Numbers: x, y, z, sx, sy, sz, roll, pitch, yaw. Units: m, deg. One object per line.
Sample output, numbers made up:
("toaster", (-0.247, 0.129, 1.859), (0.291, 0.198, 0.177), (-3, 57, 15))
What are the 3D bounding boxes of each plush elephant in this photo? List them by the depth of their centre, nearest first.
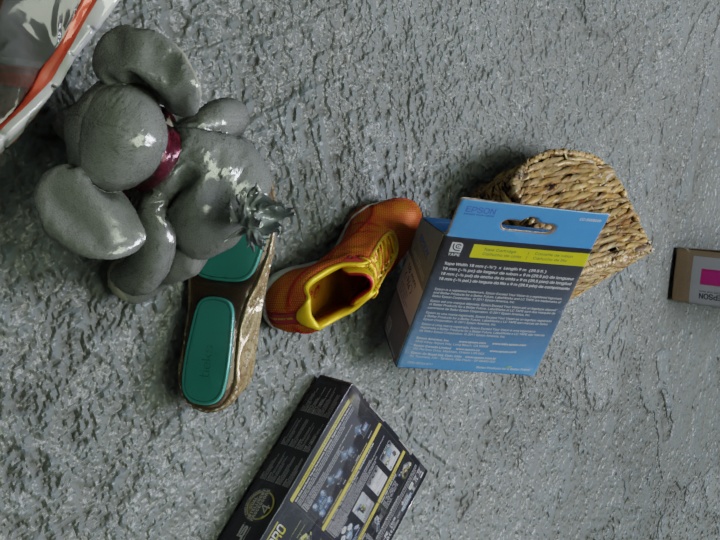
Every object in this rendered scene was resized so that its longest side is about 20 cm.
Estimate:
("plush elephant", (-0.150, -0.074, 0.858), (0.155, 0.200, 0.165), (35, 77, -26))

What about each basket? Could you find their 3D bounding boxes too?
("basket", (0.179, -0.035, 1.297), (0.200, 0.149, 0.143), (-15, 75, -46))

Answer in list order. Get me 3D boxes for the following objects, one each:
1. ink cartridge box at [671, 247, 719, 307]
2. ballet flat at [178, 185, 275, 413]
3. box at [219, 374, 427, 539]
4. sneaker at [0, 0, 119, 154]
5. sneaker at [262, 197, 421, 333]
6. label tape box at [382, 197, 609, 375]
("ink cartridge box", (0.528, 0.019, 1.595), (0.165, 0.200, 0.075), (5, 93, -48))
("ballet flat", (-0.105, 0.014, 0.999), (0.065, 0.070, 0.201), (16, 88, -76))
("box", (-0.032, 0.222, 1.119), (0.200, 0.049, 0.161), (-59, 136, -22))
("sneaker", (-0.234, -0.150, 0.823), (0.082, 0.077, 0.200), (37, 67, -17))
("sneaker", (0.000, 0.000, 1.092), (0.200, 0.077, 0.073), (-42, 124, -37))
("label tape box", (0.119, 0.002, 1.124), (0.144, 0.063, 0.200), (5, 129, -18))
